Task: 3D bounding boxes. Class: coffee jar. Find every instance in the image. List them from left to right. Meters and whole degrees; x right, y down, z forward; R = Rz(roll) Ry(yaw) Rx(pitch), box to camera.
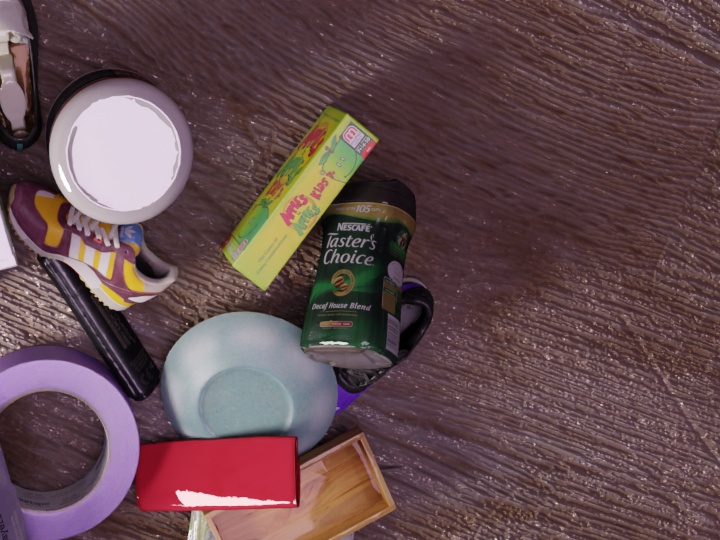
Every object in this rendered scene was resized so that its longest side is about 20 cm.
[{"bbox_3d":[0.000,0.000,1.639,0.085,0.103,0.203,37,56,-55],"label":"coffee jar"}]

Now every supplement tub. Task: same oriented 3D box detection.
[{"bbox_3d":[-0.247,-0.130,1.535,0.138,0.200,0.142,-3,102,-13],"label":"supplement tub"}]

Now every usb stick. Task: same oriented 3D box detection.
[{"bbox_3d":[-0.282,0.050,1.643,0.032,0.056,0.201,-21,109,29],"label":"usb stick"}]

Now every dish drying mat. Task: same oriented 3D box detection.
[{"bbox_3d":[-0.157,0.223,1.664,0.197,0.018,0.078,-5,80,22],"label":"dish drying mat"}]

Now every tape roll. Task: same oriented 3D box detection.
[{"bbox_3d":[-0.341,0.187,1.649,0.197,0.066,0.203,-3,101,-12],"label":"tape roll"}]

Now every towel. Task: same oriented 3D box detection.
[{"bbox_3d":[-0.107,0.338,1.746,0.197,0.048,0.174,6,101,-15],"label":"towel"}]

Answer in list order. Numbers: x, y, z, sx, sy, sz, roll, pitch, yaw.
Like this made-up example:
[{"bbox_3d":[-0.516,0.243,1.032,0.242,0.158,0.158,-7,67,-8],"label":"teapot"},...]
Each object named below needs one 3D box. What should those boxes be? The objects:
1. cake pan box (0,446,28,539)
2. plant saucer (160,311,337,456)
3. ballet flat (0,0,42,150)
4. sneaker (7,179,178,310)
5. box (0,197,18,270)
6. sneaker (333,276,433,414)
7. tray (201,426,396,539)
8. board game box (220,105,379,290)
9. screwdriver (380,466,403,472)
[{"bbox_3d":[-0.437,0.259,1.593,0.182,0.052,0.203,-3,106,33],"label":"cake pan box"},{"bbox_3d":[-0.124,0.143,1.671,0.198,0.039,0.203,1,117,1],"label":"plant saucer"},{"bbox_3d":[-0.360,-0.223,1.558,0.067,0.068,0.203,-12,104,-10],"label":"ballet flat"},{"bbox_3d":[-0.276,-0.038,1.581,0.089,0.076,0.200,-21,137,29],"label":"sneaker"},{"bbox_3d":[-0.380,-0.086,1.513,0.036,0.200,0.146,-16,104,-13],"label":"box"},{"bbox_3d":[0.007,0.091,1.694,0.069,0.100,0.200,43,90,-16],"label":"sneaker"},{"bbox_3d":[-0.069,0.267,1.703,0.198,0.037,0.100,-27,102,-10],"label":"tray"},{"bbox_3d":[-0.068,-0.081,1.641,0.047,0.102,0.201,37,91,-16],"label":"board game box"},{"bbox_3d":[-0.043,0.239,1.753,0.197,0.028,0.029,1,137,-24],"label":"screwdriver"}]
